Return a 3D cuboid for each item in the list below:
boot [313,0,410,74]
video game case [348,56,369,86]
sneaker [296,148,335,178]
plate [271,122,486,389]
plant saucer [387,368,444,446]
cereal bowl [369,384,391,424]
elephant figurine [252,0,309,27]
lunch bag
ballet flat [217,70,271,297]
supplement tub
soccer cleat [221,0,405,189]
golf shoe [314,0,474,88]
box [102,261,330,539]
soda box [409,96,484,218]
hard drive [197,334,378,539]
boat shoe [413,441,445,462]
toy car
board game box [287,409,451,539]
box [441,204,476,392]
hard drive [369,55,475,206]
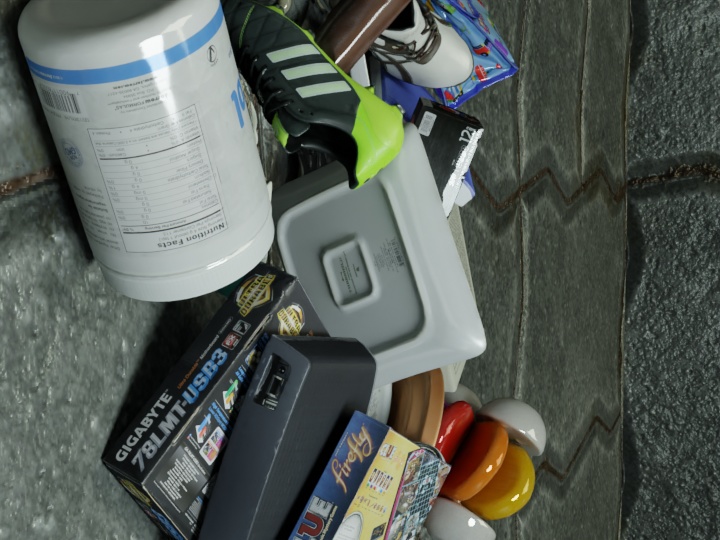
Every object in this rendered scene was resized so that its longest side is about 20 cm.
[{"bbox_3d":[0.030,-0.224,1.151,0.064,0.200,0.186,44,7,-11],"label":"boot"},{"bbox_3d":[0.002,-0.147,1.379,0.200,0.017,0.143,-112,-168,-83],"label":"video game case"},{"bbox_3d":[-0.028,-0.084,1.362,0.079,0.074,0.201,-29,118,-73],"label":"sneaker"},{"bbox_3d":[0.000,0.000,1.220,0.032,0.200,0.200,-12,82,-45],"label":"plate"},{"bbox_3d":[0.024,0.178,1.440,0.200,0.032,0.200,-58,-162,31],"label":"plant saucer"},{"bbox_3d":[-0.023,0.114,1.375,0.200,0.083,0.201,1,90,-71],"label":"cereal bowl"},{"bbox_3d":[-0.070,-0.279,1.175,0.141,0.200,0.156,0,65,-55],"label":"elephant figurine"},{"bbox_3d":[0.069,-0.294,1.540,0.200,0.094,0.151,46,17,-51],"label":"lunch bag"},{"bbox_3d":[-0.100,-0.077,1.152,0.072,0.072,0.201,-55,141,-57],"label":"ballet flat"},{"bbox_3d":[-0.139,-0.095,0.961,0.132,0.132,0.200,-65,150,-48],"label":"supplement tub"},{"bbox_3d":[-0.056,-0.145,1.143,0.081,0.200,0.068,-50,175,-27],"label":"soccer cleat"},{"bbox_3d":[0.044,-0.228,1.404,0.200,0.094,0.078,26,97,-33],"label":"golf shoe"},{"bbox_3d":[-0.090,0.127,1.137,0.199,0.050,0.200,-55,147,-21],"label":"box"},{"bbox_3d":[0.050,-0.058,1.364,0.071,0.063,0.200,-93,-156,-77],"label":"soda box"},{"bbox_3d":[-0.054,0.150,1.120,0.135,0.042,0.200,7,104,-58],"label":"hard drive"},{"bbox_3d":[-0.009,0.186,1.280,0.057,0.200,0.069,113,-40,-51],"label":"boat shoe"},{"bbox_3d":[0.086,0.194,1.553,0.150,0.200,0.175,47,66,-41],"label":"toy car"},{"bbox_3d":[0.008,0.198,1.181,0.136,0.035,0.200,-62,157,-7],"label":"board game box"},{"bbox_3d":[0.049,0.013,1.527,0.128,0.109,0.200,-66,151,-48],"label":"box"},{"bbox_3d":[0.061,-0.152,1.483,0.132,0.025,0.200,45,16,-17],"label":"hard drive"}]
